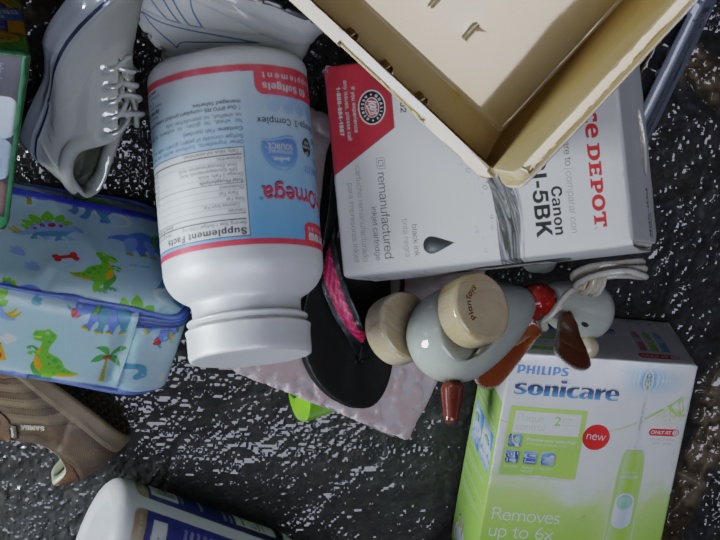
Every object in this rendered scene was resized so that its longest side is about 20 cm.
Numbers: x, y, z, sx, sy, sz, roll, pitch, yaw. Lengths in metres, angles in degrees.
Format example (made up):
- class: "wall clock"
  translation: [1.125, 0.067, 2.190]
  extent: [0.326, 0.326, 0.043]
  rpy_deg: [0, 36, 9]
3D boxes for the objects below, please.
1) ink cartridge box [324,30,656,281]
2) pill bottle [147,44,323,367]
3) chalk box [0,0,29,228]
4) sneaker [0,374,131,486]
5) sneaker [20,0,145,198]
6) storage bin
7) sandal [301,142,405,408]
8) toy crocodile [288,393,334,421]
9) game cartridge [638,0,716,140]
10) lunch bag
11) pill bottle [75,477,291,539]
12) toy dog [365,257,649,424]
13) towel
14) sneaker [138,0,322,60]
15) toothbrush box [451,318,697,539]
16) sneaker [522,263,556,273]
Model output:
- class: "ink cartridge box"
  translation: [0.086, -0.075, 1.518]
  extent: [0.199, 0.083, 0.148]
  rpy_deg: [-7, 87, 16]
- class: "pill bottle"
  translation: [-0.081, -0.041, 1.519]
  extent: [0.108, 0.109, 0.201]
  rpy_deg: [-4, 81, -8]
- class: "chalk box"
  translation: [-0.284, -0.108, 1.483]
  extent: [0.123, 0.200, 0.125]
  rpy_deg: [6, 112, -12]
- class: "sneaker"
  translation: [-0.258, 0.085, 1.650]
  extent: [0.076, 0.071, 0.200]
  rpy_deg: [-43, 112, 12]
- class: "sneaker"
  translation: [-0.172, -0.125, 1.530]
  extent: [0.073, 0.071, 0.200]
  rpy_deg: [-35, 164, -33]
- class: "storage bin"
  translation: [0.078, -0.187, 1.389]
  extent: [0.200, 0.094, 0.199]
  rpy_deg: [41, 96, -16]
- class: "sandal"
  translation: [0.000, 0.000, 1.593]
  extent: [0.075, 0.045, 0.201]
  rpy_deg: [-1, 100, -31]
- class: "toy crocodile"
  translation: [-0.051, 0.020, 1.666]
  extent: [0.067, 0.062, 0.201]
  rpy_deg: [-31, 114, -23]
- class: "game cartridge"
  translation: [0.199, -0.130, 1.601]
  extent: [0.041, 0.133, 0.201]
  rpy_deg: [26, 102, 4]
- class: "lunch bag"
  translation: [-0.222, 0.002, 1.571]
  extent: [0.199, 0.161, 0.083]
  rpy_deg: [11, 119, -17]
- class: "pill bottle"
  translation: [-0.113, 0.239, 1.716]
  extent: [0.199, 0.116, 0.116]
  rpy_deg: [21, 108, -17]
- class: "toy dog"
  translation: [0.104, 0.054, 1.579]
  extent: [0.199, 0.132, 0.097]
  rpy_deg: [-5, 82, -21]
- class: "towel"
  translation: [-0.007, 0.004, 1.634]
  extent: [0.199, 0.032, 0.192]
  rpy_deg: [25, 87, -31]
- class: "sneaker"
  translation: [-0.122, -0.179, 1.562]
  extent: [0.199, 0.075, 0.087]
  rpy_deg: [22, 117, -15]
- class: "toothbrush box"
  translation: [0.159, 0.140, 1.737]
  extent: [0.145, 0.086, 0.201]
  rpy_deg: [5, 111, -11]
- class: "sneaker"
  translation: [0.092, -0.089, 1.641]
  extent: [0.099, 0.078, 0.201]
  rpy_deg: [-13, 106, 4]
